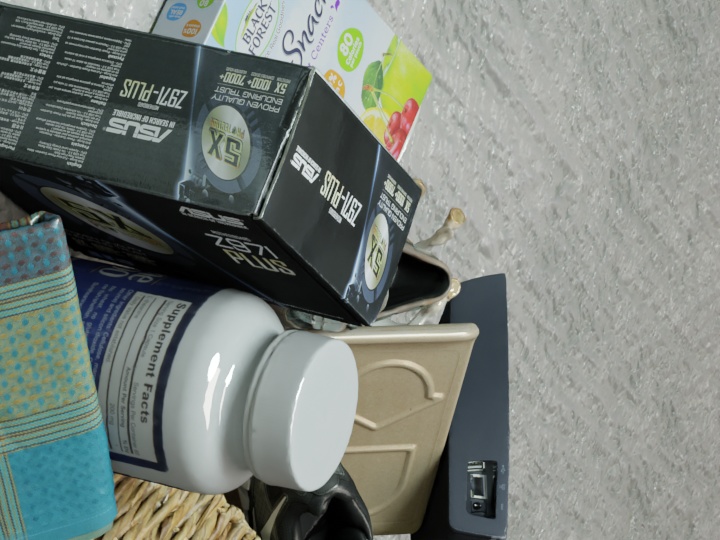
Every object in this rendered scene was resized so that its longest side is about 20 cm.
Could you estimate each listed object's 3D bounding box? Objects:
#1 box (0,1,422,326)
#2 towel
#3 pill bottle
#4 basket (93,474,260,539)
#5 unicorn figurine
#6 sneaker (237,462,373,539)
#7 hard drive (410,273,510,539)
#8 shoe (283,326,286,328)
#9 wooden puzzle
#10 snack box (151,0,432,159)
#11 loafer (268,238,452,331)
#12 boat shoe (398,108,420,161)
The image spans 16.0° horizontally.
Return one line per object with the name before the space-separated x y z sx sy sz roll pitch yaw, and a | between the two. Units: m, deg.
box | -0.092 -0.055 1.361 0.086 0.199 0.164 -69 154 -14
towel | -0.206 0.069 1.303 0.146 0.022 0.201 -13 124 -11
pill bottle | -0.107 0.058 1.383 0.111 0.199 0.111 -40 135 -55
basket | -0.175 0.200 1.486 0.143 0.149 0.200 49 53 -20
unicorn figurine | 0.015 0.009 1.695 0.137 0.074 0.200 -44 -174 38
sneaker | -0.033 0.170 1.547 0.066 0.091 0.201 -26 141 -23
hard drive | 0.065 0.114 1.668 0.135 0.042 0.201 109 -14 -53
shoe | -0.079 0.051 1.606 0.053 0.070 0.201 -84 176 -55
wooden puzzle | -0.036 0.094 1.577 0.200 0.184 0.046 106 -24 -43
snack box | -0.045 -0.112 1.553 0.200 0.053 0.143 44 61 -47
loafer | 0.000 0.000 1.505 0.200 0.063 0.072 -12 117 -70
boat shoe | -0.025 -0.035 1.665 0.201 0.060 0.074 -66 -173 -11
